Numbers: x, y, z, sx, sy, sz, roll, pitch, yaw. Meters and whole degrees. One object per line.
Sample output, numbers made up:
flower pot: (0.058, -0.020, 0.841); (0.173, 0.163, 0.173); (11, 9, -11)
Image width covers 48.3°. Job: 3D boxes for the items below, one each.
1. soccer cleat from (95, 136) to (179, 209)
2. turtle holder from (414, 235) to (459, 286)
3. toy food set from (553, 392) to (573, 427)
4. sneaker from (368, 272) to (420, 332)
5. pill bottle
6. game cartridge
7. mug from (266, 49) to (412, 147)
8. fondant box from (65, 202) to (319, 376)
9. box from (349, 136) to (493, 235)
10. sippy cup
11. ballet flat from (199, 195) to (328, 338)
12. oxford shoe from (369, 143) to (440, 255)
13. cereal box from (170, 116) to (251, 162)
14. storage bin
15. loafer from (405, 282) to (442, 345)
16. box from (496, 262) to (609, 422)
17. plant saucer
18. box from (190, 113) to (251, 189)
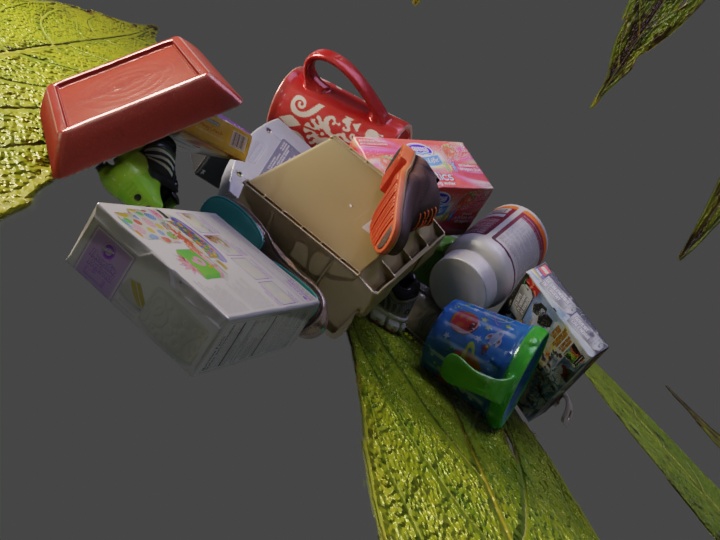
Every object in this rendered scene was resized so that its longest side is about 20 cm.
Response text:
soccer cleat: (-0.229, -0.101, 0.875); (0.081, 0.067, 0.200); (51, 9, -14)
turtle holder: (0.120, 0.007, 1.301); (0.182, 0.144, 0.132); (14, 13, -2)
toy food set: (0.246, 0.166, 1.249); (0.200, 0.061, 0.143); (43, 1, 22)
sneaker: (0.000, 0.000, 1.063); (0.198, 0.088, 0.074); (32, 12, -21)
pill bottle: (0.185, -0.013, 1.154); (0.109, 0.110, 0.199); (38, 41, 15)
game cartridge: (-0.118, -0.124, 1.109); (0.133, 0.041, 0.201); (44, 37, -17)
mug: (-0.031, -0.220, 1.220); (0.198, 0.135, 0.178); (27, -16, 13)
fondant box: (-0.134, 0.011, 0.696); (0.144, 0.059, 0.200); (39, 11, 13)
box: (0.072, -0.116, 1.123); (0.197, 0.095, 0.104); (-3, 50, -34)
sippy cup: (0.150, 0.107, 1.013); (0.129, 0.141, 0.179); (29, -19, 19)
ballet flat: (-0.103, 0.002, 0.848); (0.200, 0.068, 0.067); (48, -4, 26)
oxford shoe: (0.059, -0.075, 0.914); (0.072, 0.071, 0.201); (29, 36, -10)
cereal box: (-0.250, -0.183, 0.986); (0.197, 0.040, 0.143); (13, -5, 36)
storage bin: (-0.028, -0.045, 0.954); (0.198, 0.094, 0.200); (39, 37, 10)
loafer: (0.108, 0.076, 1.131); (0.199, 0.070, 0.070); (37, 3, 0)
box: (0.239, 0.102, 1.092); (0.039, 0.201, 0.138); (-22, 66, -27)
plant saucer: (-0.241, -0.184, 0.841); (0.200, 0.197, 0.037); (50, -19, 52)
box: (-0.155, -0.147, 1.224); (0.198, 0.079, 0.142); (31, 15, -26)
